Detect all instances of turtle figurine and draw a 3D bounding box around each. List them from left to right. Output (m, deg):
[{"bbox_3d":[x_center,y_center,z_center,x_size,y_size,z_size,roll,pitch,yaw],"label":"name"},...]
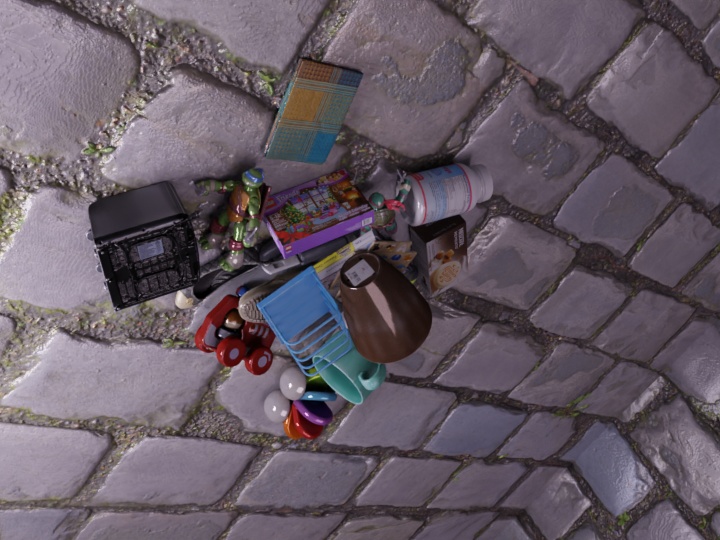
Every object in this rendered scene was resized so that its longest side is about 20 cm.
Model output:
[{"bbox_3d":[-0.254,-0.092,1.469,0.142,0.201,0.195,20,128,-7],"label":"turtle figurine"},{"bbox_3d":[0.033,-0.130,1.661,0.147,0.102,0.201,-3,153,0],"label":"turtle figurine"}]

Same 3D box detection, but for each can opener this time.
[{"bbox_3d":[-0.120,-0.050,1.678,0.197,0.054,0.067,-22,141,-19],"label":"can opener"}]

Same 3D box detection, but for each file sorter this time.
[{"bbox_3d":[-0.106,0.114,1.660,0.138,0.123,0.201,-35,153,-9],"label":"file sorter"}]

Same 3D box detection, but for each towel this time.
[{"bbox_3d":[-0.090,-0.291,1.480,0.145,0.022,0.202,1,127,-38],"label":"towel"}]

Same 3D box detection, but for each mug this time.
[{"bbox_3d":[-0.005,0.215,1.792,0.114,0.184,0.153,-46,151,-24],"label":"mug"}]

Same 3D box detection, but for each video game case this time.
[{"bbox_3d":[0.000,0.000,1.726,0.179,0.026,0.200,-31,149,13],"label":"video game case"}]

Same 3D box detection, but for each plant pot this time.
[{"bbox_3d":[0.034,0.060,1.653,0.185,0.188,0.201,-33,136,-2],"label":"plant pot"}]

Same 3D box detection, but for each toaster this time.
[{"bbox_3d":[-0.384,-0.046,1.436,0.197,0.119,0.183,-19,140,-18],"label":"toaster"}]

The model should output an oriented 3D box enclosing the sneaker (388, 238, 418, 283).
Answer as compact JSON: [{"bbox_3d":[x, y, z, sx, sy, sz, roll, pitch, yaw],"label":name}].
[{"bbox_3d":[0.077,-0.024,1.838,0.199,0.074,0.081,19,114,-48],"label":"sneaker"}]

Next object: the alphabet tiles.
[{"bbox_3d":[0.026,0.000,1.713,0.164,0.006,0.201,-1,143,-33],"label":"alphabet tiles"}]

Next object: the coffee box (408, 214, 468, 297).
[{"bbox_3d":[0.188,-0.046,1.883,0.113,0.080,0.202,-28,141,-15],"label":"coffee box"}]

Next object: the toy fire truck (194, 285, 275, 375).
[{"bbox_3d":[-0.257,0.122,1.730,0.199,0.111,0.170,26,87,-47],"label":"toy fire truck"}]

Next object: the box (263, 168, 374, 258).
[{"bbox_3d":[-0.089,-0.115,1.566,0.197,0.137,0.039,-23,141,-15],"label":"box"}]

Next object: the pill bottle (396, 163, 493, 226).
[{"bbox_3d":[0.185,-0.172,1.732,0.197,0.109,0.110,-16,138,-23],"label":"pill bottle"}]

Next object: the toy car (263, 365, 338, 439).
[{"bbox_3d":[-0.130,0.339,1.992,0.173,0.151,0.201,12,123,-42],"label":"toy car"}]

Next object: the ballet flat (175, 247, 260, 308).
[{"bbox_3d":[-0.293,0.015,1.615,0.199,0.057,0.067,-35,141,0],"label":"ballet flat"}]

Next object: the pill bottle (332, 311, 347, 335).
[{"bbox_3d":[0.022,0.109,1.892,0.119,0.120,0.201,16,119,-45],"label":"pill bottle"}]

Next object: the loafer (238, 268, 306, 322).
[{"bbox_3d":[-0.180,0.051,1.706,0.198,0.068,0.077,-21,123,-32],"label":"loafer"}]
